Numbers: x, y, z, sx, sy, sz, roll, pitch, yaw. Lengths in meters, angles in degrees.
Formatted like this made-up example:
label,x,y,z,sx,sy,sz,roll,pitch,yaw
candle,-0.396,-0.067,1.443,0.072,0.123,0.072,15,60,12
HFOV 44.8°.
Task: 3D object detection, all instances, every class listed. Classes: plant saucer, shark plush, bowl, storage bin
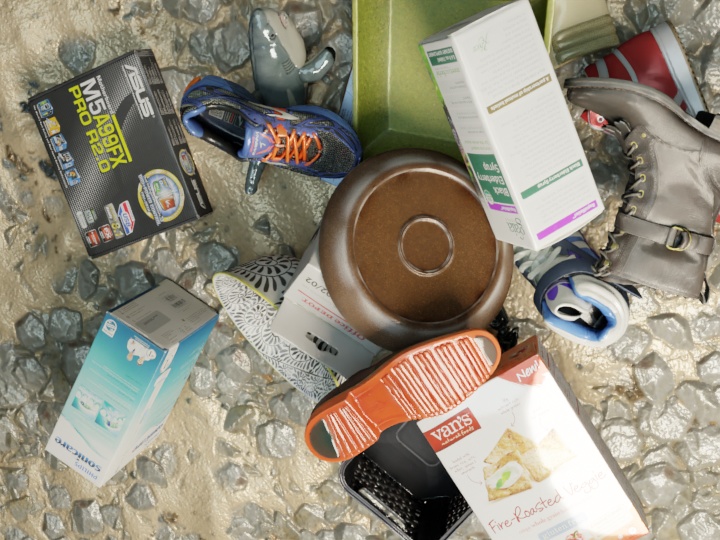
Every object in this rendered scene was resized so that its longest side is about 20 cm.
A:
label,x,y,z,sx,sy,sz,roll,pitch,yaw
plant saucer,0.059,-0.021,0.828,0.196,0.032,0.204,2,81,-12
shark plush,-0.108,-0.185,0.945,0.091,0.083,0.202,42,125,22
bowl,-0.062,0.048,0.965,0.201,0.201,0.094,46,69,1
plant saucer,0.090,-0.193,0.858,0.197,0.048,0.203,13,122,21
storage bin,0.085,0.170,0.910,0.135,0.094,0.201,39,107,-1

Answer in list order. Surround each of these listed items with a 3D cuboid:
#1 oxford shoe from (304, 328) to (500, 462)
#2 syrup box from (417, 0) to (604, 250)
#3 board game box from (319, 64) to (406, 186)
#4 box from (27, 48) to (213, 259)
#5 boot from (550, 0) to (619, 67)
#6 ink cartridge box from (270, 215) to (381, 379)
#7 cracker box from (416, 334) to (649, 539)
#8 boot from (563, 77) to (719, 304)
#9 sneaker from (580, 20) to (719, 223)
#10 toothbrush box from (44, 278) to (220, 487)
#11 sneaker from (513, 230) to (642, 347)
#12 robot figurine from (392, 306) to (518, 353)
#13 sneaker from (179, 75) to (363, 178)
label,x,y,z,sx,sy,sz,roll,pitch,yaw
oxford shoe,0.035,0.100,0.807,0.198,0.073,0.072,-27,107,12
syrup box,0.133,-0.126,0.774,0.081,0.079,0.202,-27,106,-11
board game box,0.031,-0.176,0.941,0.101,0.019,0.203,21,108,10
box,-0.281,-0.134,1.023,0.158,0.044,0.203,-17,99,19
boot,0.145,-0.264,0.863,0.197,0.073,0.158,-13,102,15
ink cartridge box,0.000,0.000,0.884,0.114,0.202,0.068,32,139,-9
cracker box,0.160,0.182,0.820,0.133,0.058,0.202,-32,96,17
boot,0.254,-0.073,0.802,0.197,0.069,0.177,23,104,8
sneaker,0.287,-0.126,0.856,0.111,0.071,0.203,-22,90,15
toothbrush box,-0.266,0.129,1.032,0.085,0.146,0.202,31,111,6
sneaker,0.189,-0.008,0.872,0.200,0.146,0.081,44,110,1
robot figurine,0.110,0.114,0.972,0.142,0.058,0.204,-5,103,16
sneaker,-0.093,-0.132,0.882,0.197,0.079,0.076,15,119,0
